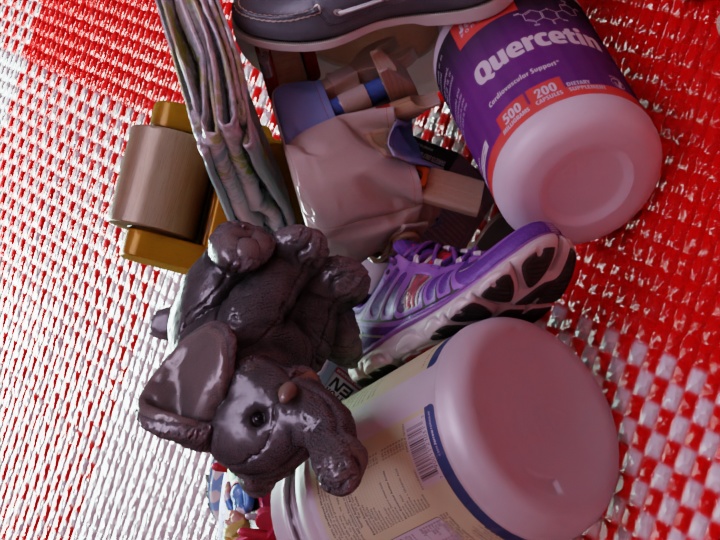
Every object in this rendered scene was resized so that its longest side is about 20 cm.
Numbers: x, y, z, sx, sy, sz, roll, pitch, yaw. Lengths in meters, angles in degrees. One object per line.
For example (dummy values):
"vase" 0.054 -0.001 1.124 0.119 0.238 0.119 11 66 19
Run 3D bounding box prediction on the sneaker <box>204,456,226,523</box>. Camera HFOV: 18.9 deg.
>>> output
"sneaker" -0.058 0.136 1.639 0.073 0.072 0.200 51 129 26

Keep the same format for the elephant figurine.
"elephant figurine" -0.068 0.077 1.337 0.156 0.141 0.201 107 173 -50

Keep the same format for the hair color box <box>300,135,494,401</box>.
"hair color box" 0.000 0.000 1.535 0.099 0.061 0.201 25 80 44

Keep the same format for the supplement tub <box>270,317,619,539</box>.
"supplement tub" 0.050 0.130 1.374 0.200 0.144 0.146 -33 49 42

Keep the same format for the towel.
"towel" -0.097 -0.124 1.507 0.200 0.048 0.172 74 179 -69

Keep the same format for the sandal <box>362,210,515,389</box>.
"sandal" 0.068 0.046 1.496 0.212 0.077 0.070 -57 2 13

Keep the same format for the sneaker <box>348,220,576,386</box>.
"sneaker" 0.052 0.010 1.391 0.200 0.080 0.084 -29 68 42

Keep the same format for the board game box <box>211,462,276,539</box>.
"board game box" -0.080 0.164 1.531 0.200 0.039 0.159 -163 82 -65

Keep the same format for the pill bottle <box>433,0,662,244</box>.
"pill bottle" 0.115 -0.116 1.427 0.113 0.112 0.200 -56 35 27

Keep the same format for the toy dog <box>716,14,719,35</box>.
"toy dog" 0.224 -0.212 1.311 0.132 0.096 0.200 -63 32 17

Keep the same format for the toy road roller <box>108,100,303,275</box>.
"toy road roller" -0.084 -0.054 1.643 0.146 0.199 0.124 155 128 -79

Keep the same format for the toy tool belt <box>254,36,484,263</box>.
"toy tool belt" 0.006 -0.097 1.483 0.125 0.122 0.201 76 177 -52

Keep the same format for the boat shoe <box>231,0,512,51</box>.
"boat shoe" 0.002 -0.194 1.427 0.199 0.062 0.073 -5 49 19

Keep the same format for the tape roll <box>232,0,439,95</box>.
"tape roll" 0.007 -0.201 1.560 0.202 0.202 0.071 -35 48 46
